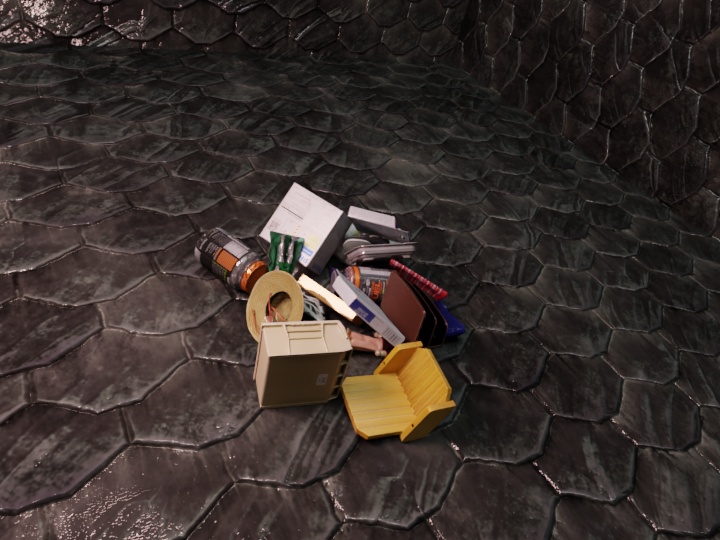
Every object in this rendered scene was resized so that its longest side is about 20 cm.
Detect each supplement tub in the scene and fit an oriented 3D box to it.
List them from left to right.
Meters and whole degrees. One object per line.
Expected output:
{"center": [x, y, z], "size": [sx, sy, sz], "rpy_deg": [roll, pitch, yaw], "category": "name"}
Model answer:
{"center": [-0.368, -0.026, 1.481], "size": [0.199, 0.123, 0.122], "rpy_deg": [33, 41, 19], "category": "supplement tub"}
{"center": [0.013, 0.043, 1.545], "size": [0.198, 0.108, 0.107], "rpy_deg": [4, 40, -15], "category": "supplement tub"}

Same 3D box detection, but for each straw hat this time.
{"center": [-0.206, 0.102, 1.372], "size": [0.201, 0.202, 0.085], "rpy_deg": [42, 15, 29], "category": "straw hat"}

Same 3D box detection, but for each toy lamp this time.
{"center": [0.000, 0.000, 1.634], "size": [0.199, 0.059, 0.058], "rpy_deg": [-13, 47, -32], "category": "toy lamp"}

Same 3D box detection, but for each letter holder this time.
{"center": [0.153, 0.101, 1.421], "size": [0.100, 0.143, 0.200], "rpy_deg": [-5, 36, -25], "category": "letter holder"}

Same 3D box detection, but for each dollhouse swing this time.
{"center": [0.080, 0.285, 1.239], "size": [0.175, 0.182, 0.201], "rpy_deg": [15, 34, -35], "category": "dollhouse swing"}

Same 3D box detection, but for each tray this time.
{"center": [-0.083, 0.086, 1.471], "size": [0.199, 0.099, 0.037], "rpy_deg": [34, 85, 20], "category": "tray"}

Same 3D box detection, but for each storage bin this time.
{"center": [-0.138, 0.219, 1.202], "size": [0.197, 0.201, 0.094], "rpy_deg": [0, 42, -20], "category": "storage bin"}

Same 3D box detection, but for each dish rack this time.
{"center": [0.063, -0.048, 1.572], "size": [0.198, 0.172, 0.044], "rpy_deg": [-4, 84, -18], "category": "dish rack"}

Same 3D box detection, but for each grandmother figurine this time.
{"center": [0.055, 0.206, 1.406], "size": [0.198, 0.061, 0.122], "rpy_deg": [14, 30, -7], "category": "grandmother figurine"}

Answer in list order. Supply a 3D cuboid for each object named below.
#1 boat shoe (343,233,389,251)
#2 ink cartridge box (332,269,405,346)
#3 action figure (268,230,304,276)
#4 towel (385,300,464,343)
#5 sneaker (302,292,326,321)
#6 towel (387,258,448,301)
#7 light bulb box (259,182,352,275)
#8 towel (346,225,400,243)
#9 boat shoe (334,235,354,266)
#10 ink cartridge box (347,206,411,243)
{"center": [0.021, -0.085, 1.660], "size": [0.199, 0.075, 0.061], "rpy_deg": [14, 50, -42], "category": "boat shoe"}
{"center": [0.013, 0.100, 1.389], "size": [0.199, 0.041, 0.200], "rpy_deg": [42, 3, -26], "category": "ink cartridge box"}
{"center": [-0.221, -0.004, 1.472], "size": [0.117, 0.202, 0.055], "rpy_deg": [9, 2, -37], "category": "action figure"}
{"center": [0.190, 0.159, 1.522], "size": [0.198, 0.050, 0.148], "rpy_deg": [-7, 37, -26], "category": "towel"}
{"center": [-0.124, 0.122, 1.428], "size": [0.088, 0.074, 0.200], "rpy_deg": [-25, 54, -38], "category": "sneaker"}
{"center": [0.171, 0.031, 1.576], "size": [0.199, 0.145, 0.023], "rpy_deg": [32, 84, 2], "category": "towel"}
{"center": [-0.167, -0.127, 1.596], "size": [0.197, 0.201, 0.125], "rpy_deg": [32, -4, 19], "category": "light bulb box"}
{"center": [0.048, -0.115, 1.799], "size": [0.198, 0.048, 0.172], "rpy_deg": [18, 38, 2], "category": "towel"}
{"center": [-0.068, -0.093, 1.690], "size": [0.071, 0.070, 0.200], "rpy_deg": [-41, 69, -18], "category": "boat shoe"}
{"center": [0.071, -0.141, 1.647], "size": [0.198, 0.044, 0.196], "rpy_deg": [15, -7, 10], "category": "ink cartridge box"}
